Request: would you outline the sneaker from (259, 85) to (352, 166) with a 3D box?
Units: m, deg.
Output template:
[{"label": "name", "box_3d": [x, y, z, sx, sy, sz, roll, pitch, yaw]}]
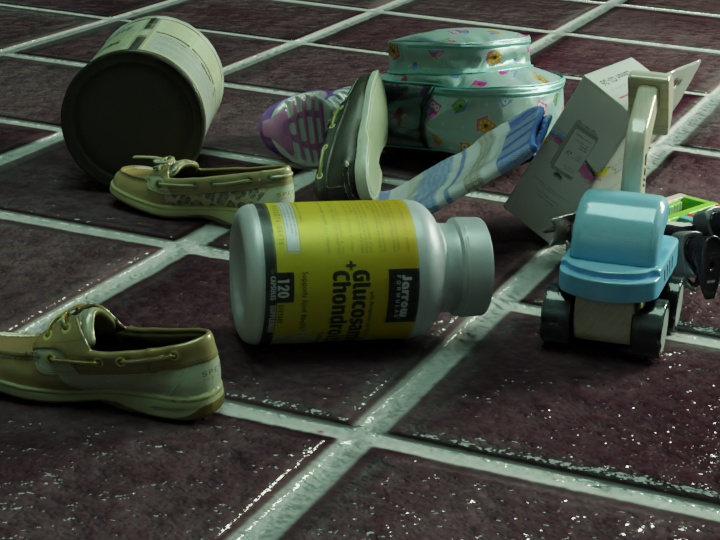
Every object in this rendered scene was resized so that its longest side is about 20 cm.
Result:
[{"label": "sneaker", "box_3d": [-0.064, -0.163, 1.888, 0.088, 0.081, 0.200, 5, 13, 27]}]

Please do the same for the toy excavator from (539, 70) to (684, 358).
[{"label": "toy excavator", "box_3d": [0.222, -0.051, 1.397, 0.100, 0.200, 0.194, 9, 20, 17]}]

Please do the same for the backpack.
[{"label": "backpack", "box_3d": [0.126, -0.189, 1.867, 0.200, 0.154, 0.176, 20, 22, 37]}]

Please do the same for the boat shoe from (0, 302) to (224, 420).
[{"label": "boat shoe", "box_3d": [-0.193, 0.058, 1.231, 0.200, 0.067, 0.074, 6, 19, 11]}]

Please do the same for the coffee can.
[{"label": "coffee can", "box_3d": [-0.225, -0.180, 1.796, 0.146, 0.147, 0.200, 3, 19, 1]}]

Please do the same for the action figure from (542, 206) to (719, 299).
[{"label": "action figure", "box_3d": [0.252, -0.024, 1.533, 0.130, 0.070, 0.200, -20, 17, -35]}]

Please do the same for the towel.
[{"label": "towel", "box_3d": [0.086, -0.088, 1.601, 0.200, 0.024, 0.147, -29, 11, 19]}]

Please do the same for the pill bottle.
[{"label": "pill bottle", "box_3d": [0.000, 0.000, 1.355, 0.200, 0.112, 0.112, -2, 20, -13]}]

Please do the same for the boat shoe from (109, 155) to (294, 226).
[{"label": "boat shoe", "box_3d": [-0.153, -0.086, 1.659, 0.200, 0.063, 0.073, 9, 21, 20]}]

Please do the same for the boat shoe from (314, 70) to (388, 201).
[{"label": "boat shoe", "box_3d": [-0.009, -0.141, 1.761, 0.060, 0.072, 0.201, -8, 37, 14]}]

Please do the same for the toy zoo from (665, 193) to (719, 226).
[{"label": "toy zoo", "box_3d": [0.355, -0.032, 1.635, 0.200, 0.021, 0.131, 19, 25, 39]}]

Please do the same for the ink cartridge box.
[{"label": "ink cartridge box", "box_3d": [0.231, -0.130, 1.621, 0.067, 0.200, 0.116, 40, 32, 15]}]
